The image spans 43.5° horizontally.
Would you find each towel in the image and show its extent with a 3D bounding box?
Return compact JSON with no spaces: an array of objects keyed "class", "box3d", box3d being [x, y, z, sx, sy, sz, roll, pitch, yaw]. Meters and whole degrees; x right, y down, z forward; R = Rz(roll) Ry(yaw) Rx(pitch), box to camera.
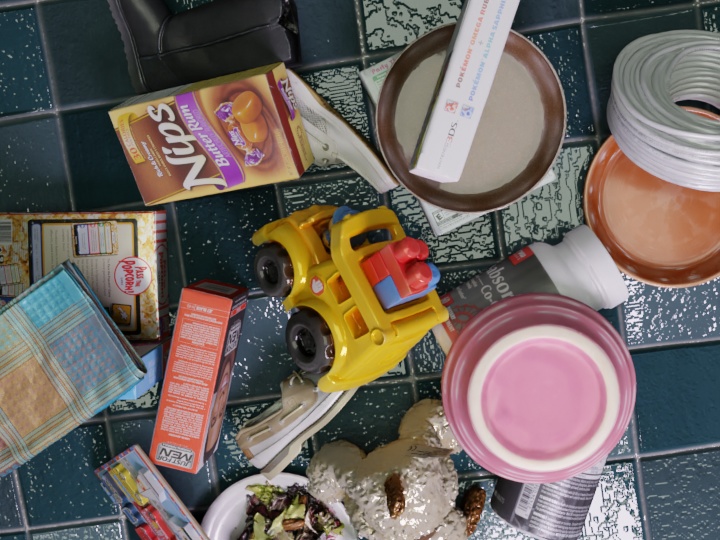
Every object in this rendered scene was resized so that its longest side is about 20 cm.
[{"class":"towel","box3d":[-0.336,0.104,0.930,0.200,0.022,0.147,-35,92,7]}]

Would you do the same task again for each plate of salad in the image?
[{"class":"plate of salad","box3d":[-0.099,0.340,1.071,0.199,0.048,0.201,0,95,5]}]

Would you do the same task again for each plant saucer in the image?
[{"class":"plant saucer","box3d":[0.183,0.125,0.918,0.200,0.051,0.201,0,99,2]},{"class":"plant saucer","box3d":[0.349,-0.081,1.010,0.200,0.032,0.201,0,94,4]},{"class":"plant saucer","box3d":[0.116,-0.161,0.958,0.200,0.032,0.201,0,95,4]}]

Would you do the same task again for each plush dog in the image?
[{"class":"plush dog","box3d":[0.058,0.268,1.010,0.200,0.161,0.172,-26,116,0]}]

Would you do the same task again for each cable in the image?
[{"class":"cable","box3d":[0.358,-0.170,0.938,0.200,0.069,0.200,-20,55,-14]}]

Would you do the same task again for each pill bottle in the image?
[{"class":"pill bottle","box3d":[0.224,0.190,1.005,0.106,0.106,0.201,18,96,3]},{"class":"pill bottle","box3d":[0.182,0.040,0.990,0.200,0.116,0.116,-31,92,6]}]

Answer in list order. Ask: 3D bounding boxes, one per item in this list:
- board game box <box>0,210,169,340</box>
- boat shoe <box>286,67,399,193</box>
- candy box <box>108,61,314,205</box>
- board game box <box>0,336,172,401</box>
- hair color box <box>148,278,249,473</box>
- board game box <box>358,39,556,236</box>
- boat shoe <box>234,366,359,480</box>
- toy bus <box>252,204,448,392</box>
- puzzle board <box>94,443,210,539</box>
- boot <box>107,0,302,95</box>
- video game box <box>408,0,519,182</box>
[{"class":"board game box","box3d":[-0.329,0.006,1.060,0.199,0.046,0.152,0,95,4]},{"class":"boat shoe","box3d":[-0.043,-0.148,1.017,0.200,0.071,0.069,44,97,9]},{"class":"candy box","box3d":[-0.163,-0.146,0.988,0.199,0.056,0.117,-8,114,24]},{"class":"board game box","box3d":[-0.326,0.109,1.016,0.199,0.153,0.040,-1,96,5]},{"class":"hair color box","box3d":[-0.183,0.117,1.032,0.061,0.102,0.201,13,97,3]},{"class":"board game box","box3d":[0.106,-0.159,1.006,0.147,0.064,0.200,-25,94,5]},{"class":"boat shoe","box3d":[-0.063,0.149,1.039,0.068,0.075,0.200,42,95,-1]},{"class":"toy bus","box3d":[0.000,0.000,0.941,0.192,0.136,0.200,-42,71,48]},{"class":"puzzle board","box3d":[-0.227,0.297,1.042,0.017,0.151,0.200,-38,92,-38]},{"class":"boot","box3d":[-0.170,-0.286,0.987,0.199,0.066,0.165,-7,106,25]},{"class":"video game box","box3d":[0.094,-0.174,0.844,0.047,0.200,0.183,20,96,0]}]
